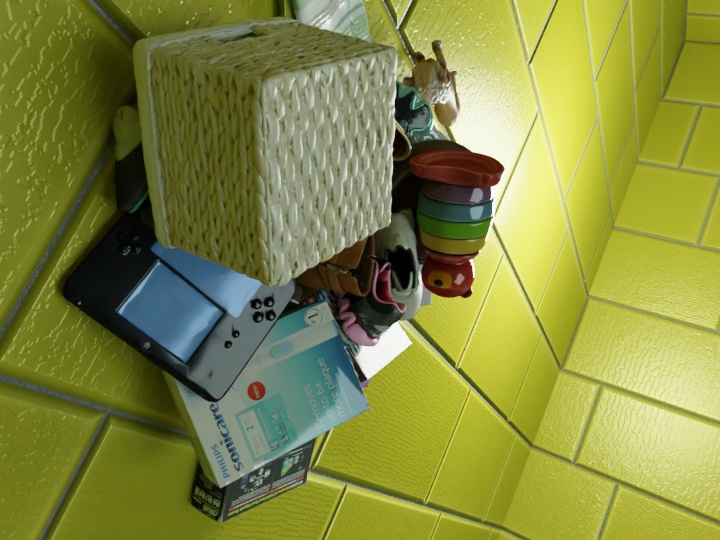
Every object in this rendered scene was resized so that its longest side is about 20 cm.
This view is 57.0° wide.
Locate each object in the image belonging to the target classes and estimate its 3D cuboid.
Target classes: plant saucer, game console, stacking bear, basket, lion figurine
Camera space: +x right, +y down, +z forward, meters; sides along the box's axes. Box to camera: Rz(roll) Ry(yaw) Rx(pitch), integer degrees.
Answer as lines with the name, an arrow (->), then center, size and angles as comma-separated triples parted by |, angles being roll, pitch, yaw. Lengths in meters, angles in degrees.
plant saucer -> 0.105, -0.091, 0.976 | 0.200, 0.034, 0.200 | -7, 118, -13
game console -> -0.177, 0.014, 0.700 | 0.200, 0.031, 0.177 | 43, 62, -21
stacking bear -> 0.127, -0.055, 0.913 | 0.114, 0.121, 0.200 | -48, 146, -60
basket -> -0.079, -0.121, 0.626 | 0.198, 0.161, 0.200 | -32, 132, -45
lion figurine -> 0.130, -0.286, 1.078 | 0.200, 0.072, 0.123 | 30, 46, -53

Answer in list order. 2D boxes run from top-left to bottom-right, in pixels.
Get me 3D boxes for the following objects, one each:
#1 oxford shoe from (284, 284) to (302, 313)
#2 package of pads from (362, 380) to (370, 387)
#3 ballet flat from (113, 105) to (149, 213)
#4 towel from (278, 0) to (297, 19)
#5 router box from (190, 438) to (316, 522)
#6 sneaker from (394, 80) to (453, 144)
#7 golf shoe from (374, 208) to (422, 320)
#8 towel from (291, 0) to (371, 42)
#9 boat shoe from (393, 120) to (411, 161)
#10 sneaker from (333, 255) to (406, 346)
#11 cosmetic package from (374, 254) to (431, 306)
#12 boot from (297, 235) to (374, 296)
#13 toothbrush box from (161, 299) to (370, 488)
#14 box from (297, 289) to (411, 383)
oxford shoe -> -0.156, 0.090, 0.858 | 0.071, 0.071, 0.200 | 34, 76, -28
package of pads -> -0.041, 0.125, 1.038 | 0.200, 0.076, 0.121 | 11, 93, -60
ballet flat -> -0.197, -0.153, 0.650 | 0.200, 0.073, 0.073 | -58, 148, -13
towel -> -0.075, -0.282, 0.831 | 0.086, 0.018, 0.200 | -38, 135, -53
router box -> -0.140, 0.251, 0.950 | 0.200, 0.062, 0.150 | 2, 103, -60
sneaker -> 0.076, -0.209, 1.033 | 0.078, 0.140, 0.200 | -42, 113, -3
golf shoe -> 0.051, 0.012, 0.948 | 0.097, 0.078, 0.200 | -96, 175, -51
towel -> -0.028, -0.311, 0.858 | 0.149, 0.031, 0.200 | -60, 150, -35
boat shoe -> -0.007, -0.198, 0.846 | 0.200, 0.069, 0.074 | 22, 102, -41
sneaker -> 0.000, 0.000, 0.907 | 0.095, 0.200, 0.079 | -39, 155, 29
cosmetic package -> 0.065, -0.049, 1.070 | 0.081, 0.113, 0.200 | -6, 117, -13
boot -> -0.059, -0.060, 0.829 | 0.077, 0.155, 0.200 | -36, 134, -46
toothbrush box -> -0.112, 0.139, 0.787 | 0.200, 0.085, 0.147 | -22, 91, -24
box -> -0.003, 0.081, 0.965 | 0.137, 0.040, 0.200 | 58, 23, 4
